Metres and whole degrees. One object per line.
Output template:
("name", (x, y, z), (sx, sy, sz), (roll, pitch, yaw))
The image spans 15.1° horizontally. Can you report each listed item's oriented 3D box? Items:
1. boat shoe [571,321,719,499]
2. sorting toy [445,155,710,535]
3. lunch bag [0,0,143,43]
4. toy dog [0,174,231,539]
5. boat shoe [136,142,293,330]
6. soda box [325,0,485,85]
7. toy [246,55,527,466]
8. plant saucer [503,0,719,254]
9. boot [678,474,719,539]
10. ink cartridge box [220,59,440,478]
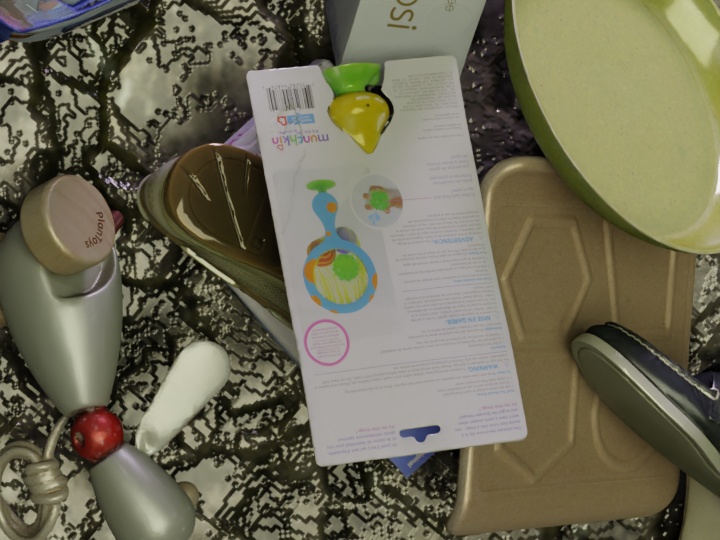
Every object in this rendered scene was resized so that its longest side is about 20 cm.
("boat shoe", (0.198, 0.081, 1.433), (0.199, 0.074, 0.066), (41, 78, -11))
("sorting toy", (0.114, 0.039, 1.453), (0.185, 0.036, 0.200), (1, 99, -47))
("lunch bag", (-0.122, -0.197, 1.341), (0.124, 0.170, 0.200), (35, 87, -9))
("toy dog", (-0.131, 0.043, 1.405), (0.096, 0.132, 0.200), (-24, 109, -49))
("boat shoe", (-0.022, 0.001, 1.408), (0.201, 0.063, 0.073), (28, 73, -20))
("soda box", (0.038, -0.187, 1.377), (0.068, 0.064, 0.200), (5, 134, -14))
("toy", (0.008, -0.004, 1.362), (0.115, 0.047, 0.200), (-6, 82, -22))
("plant saucer", (0.141, -0.096, 1.431), (0.200, 0.031, 0.200), (25, 51, -35))
("boot", (0.268, 0.151, 1.517), (0.200, 0.072, 0.155), (7, 93, -10))
("ink cartridge box", (0.000, 0.000, 1.455), (0.119, 0.042, 0.200), (-43, 101, -6))
